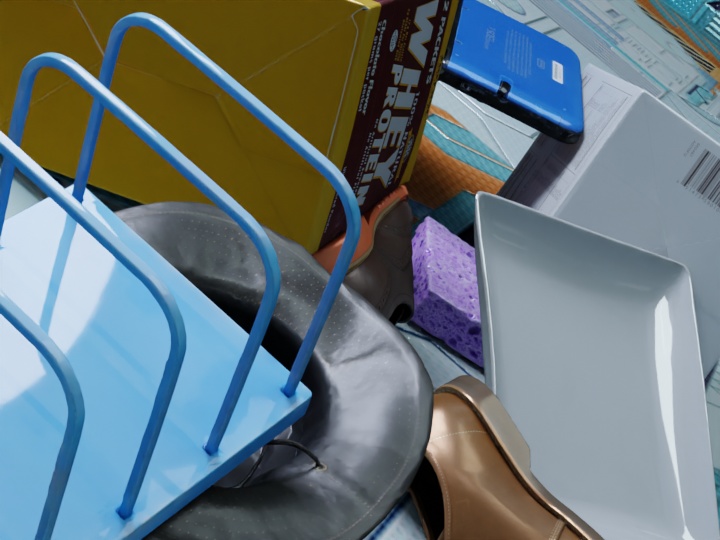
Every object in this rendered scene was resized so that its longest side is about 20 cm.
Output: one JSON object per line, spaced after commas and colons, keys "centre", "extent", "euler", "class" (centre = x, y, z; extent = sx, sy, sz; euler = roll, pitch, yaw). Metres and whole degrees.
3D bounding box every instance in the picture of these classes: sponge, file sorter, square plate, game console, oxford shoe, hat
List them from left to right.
{"centre": [-0.113, 0.016, 0.562], "extent": [0.138, 0.123, 0.199], "euler": [40, 45, 16], "class": "file sorter"}
{"centre": [-0.068, 0.066, 0.692], "extent": [0.198, 0.081, 0.202], "euler": [16, 39, -13], "class": "hat"}
{"centre": [0.000, 0.000, 0.974], "extent": [0.073, 0.071, 0.200], "euler": [64, 19, -8], "class": "oxford shoe"}
{"centre": [0.060, -0.120, 1.173], "extent": [0.169, 0.119, 0.200], "euler": [26, 24, -4], "class": "game console"}
{"centre": [0.075, 0.146, 0.807], "extent": [0.071, 0.072, 0.200], "euler": [-20, 56, -32], "class": "oxford shoe"}
{"centre": [0.116, 0.049, 1.082], "extent": [0.199, 0.030, 0.112], "euler": [34, 22, -13], "class": "sponge"}
{"centre": [0.137, 0.071, 0.966], "extent": [0.197, 0.028, 0.202], "euler": [17, 61, -38], "class": "square plate"}

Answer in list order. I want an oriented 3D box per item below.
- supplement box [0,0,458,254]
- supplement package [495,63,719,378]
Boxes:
{"centre": [-0.070, -0.120, 0.903], "extent": [0.195, 0.134, 0.200], "euler": [19, 19, 12], "class": "supplement box"}
{"centre": [0.193, -0.036, 1.151], "extent": [0.151, 0.151, 0.200], "euler": [34, 8, -9], "class": "supplement package"}
